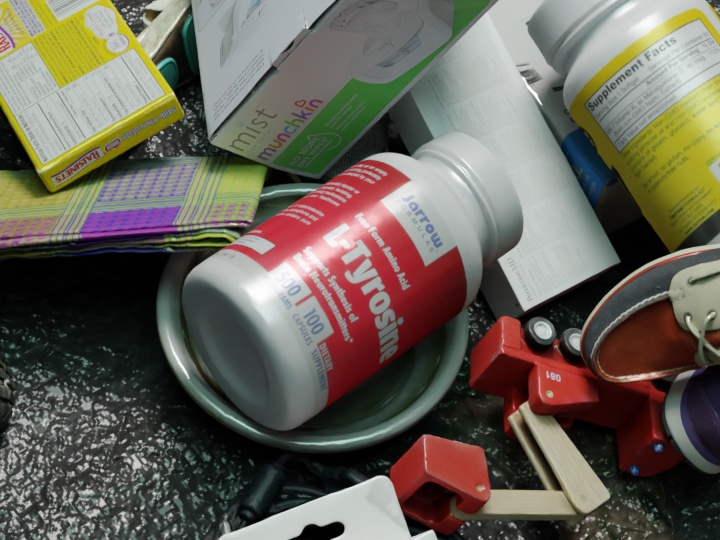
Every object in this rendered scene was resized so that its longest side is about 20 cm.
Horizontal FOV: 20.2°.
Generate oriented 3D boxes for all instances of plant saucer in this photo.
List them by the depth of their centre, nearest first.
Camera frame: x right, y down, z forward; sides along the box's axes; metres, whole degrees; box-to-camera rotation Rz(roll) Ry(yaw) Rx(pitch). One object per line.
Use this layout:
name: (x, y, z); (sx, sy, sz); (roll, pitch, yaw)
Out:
plant saucer: (-0.031, 0.037, 1.294); (0.198, 0.050, 0.201); (3, 56, -5)

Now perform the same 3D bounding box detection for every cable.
cable: (-0.010, 0.202, 1.182); (0.199, 0.051, 0.163); (36, 59, 16)

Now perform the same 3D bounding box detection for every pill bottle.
pill bottle: (0.000, 0.000, 1.224); (0.199, 0.113, 0.112); (-34, 65, -26)
pill bottle: (0.200, -0.102, 1.281); (0.114, 0.114, 0.201); (-28, 76, -24)

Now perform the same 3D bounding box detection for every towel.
towel: (-0.159, -0.039, 1.288); (0.198, 0.023, 0.144); (-5, 21, 5)

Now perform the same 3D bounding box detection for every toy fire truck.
toy fire truck: (0.117, 0.103, 1.233); (0.199, 0.049, 0.142); (17, 51, -19)

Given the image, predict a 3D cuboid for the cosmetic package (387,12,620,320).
cosmetic package: (0.085, -0.071, 1.344); (0.082, 0.051, 0.201); (-25, 84, -24)

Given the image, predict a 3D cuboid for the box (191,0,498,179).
box: (-0.019, -0.193, 1.296); (0.096, 0.200, 0.177); (17, 47, -34)

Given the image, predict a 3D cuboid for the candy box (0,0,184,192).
candy box: (-0.199, -0.138, 1.360); (0.102, 0.026, 0.200); (-32, 46, -4)

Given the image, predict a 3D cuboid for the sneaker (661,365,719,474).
sneaker: (0.260, 0.043, 1.279); (0.076, 0.087, 0.201); (43, 40, -16)

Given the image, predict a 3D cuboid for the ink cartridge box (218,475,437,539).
ink cartridge box: (0.005, 0.221, 1.115); (0.116, 0.068, 0.201); (-20, 81, -12)

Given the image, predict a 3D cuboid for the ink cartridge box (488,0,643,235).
ink cartridge box: (0.157, -0.136, 1.416); (0.145, 0.085, 0.200); (-27, 65, -23)

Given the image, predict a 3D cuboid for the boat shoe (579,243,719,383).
boat shoe: (0.223, 0.022, 1.199); (0.199, 0.071, 0.063); (-22, 28, 12)

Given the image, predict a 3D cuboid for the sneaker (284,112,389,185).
sneaker: (-0.011, -0.138, 1.395); (0.077, 0.087, 0.201); (7, 55, -1)

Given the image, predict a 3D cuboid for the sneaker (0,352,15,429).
sneaker: (-0.289, 0.038, 1.261); (0.090, 0.078, 0.200); (-39, 63, -8)

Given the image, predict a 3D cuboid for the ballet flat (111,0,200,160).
ballet flat: (-0.142, -0.155, 1.406); (0.062, 0.068, 0.200); (27, 56, 24)
